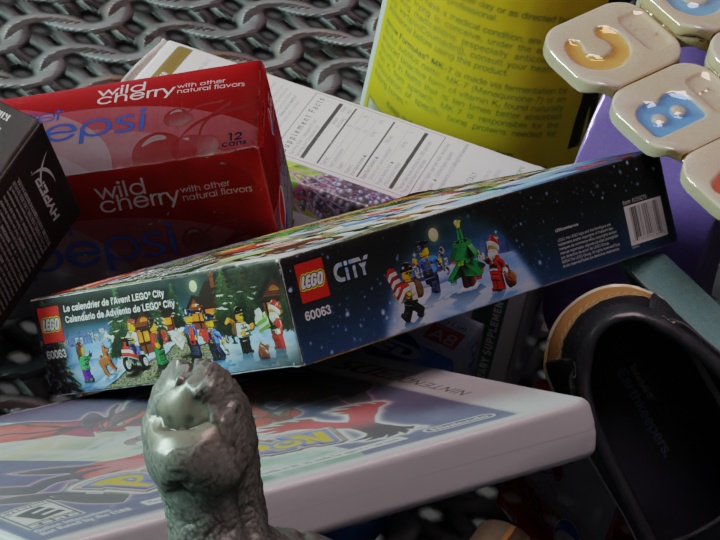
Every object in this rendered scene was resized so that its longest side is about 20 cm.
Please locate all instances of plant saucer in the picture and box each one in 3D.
[{"bbox_3d":[0.168,0.066,0.959,0.019,0.070,0.200,-40,55,-3],"label":"plant saucer"}]

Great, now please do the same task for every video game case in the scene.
[{"bbox_3d":[-0.054,0.061,0.882,0.199,0.023,0.182,-13,11,-30],"label":"video game case"}]

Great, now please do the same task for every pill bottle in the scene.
[{"bbox_3d":[0.066,-0.116,1.203,0.114,0.201,0.115,9,34,-6],"label":"pill bottle"}]

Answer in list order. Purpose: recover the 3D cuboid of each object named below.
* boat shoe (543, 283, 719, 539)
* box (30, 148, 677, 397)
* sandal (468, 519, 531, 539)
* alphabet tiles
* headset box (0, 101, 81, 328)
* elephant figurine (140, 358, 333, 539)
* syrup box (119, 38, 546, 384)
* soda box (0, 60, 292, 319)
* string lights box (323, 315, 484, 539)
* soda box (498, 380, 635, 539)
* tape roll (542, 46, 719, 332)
[{"bbox_3d":[0.133,0.092,0.933,0.200,0.074,0.062,56,-1,3],"label":"boat shoe"},{"bbox_3d":[0.000,0.000,0.969,0.136,0.038,0.200,-8,6,46],"label":"box"},{"bbox_3d":[-0.006,0.132,0.923,0.054,0.080,0.200,38,33,13],"label":"sandal"},{"bbox_3d":[0.177,-0.090,1.026,0.195,0.015,0.200,-25,55,-28],"label":"alphabet tiles"},{"bbox_3d":[-0.220,0.011,0.969,0.148,0.075,0.200,25,70,19],"label":"headset box"},{"bbox_3d":[-0.007,0.137,0.767,0.141,0.155,0.201,-4,70,-34],"label":"elephant figurine"},{"bbox_3d":[-0.015,-0.021,1.147,0.199,0.079,0.082,19,34,9],"label":"syrup box"},{"bbox_3d":[-0.129,-0.027,1.064,0.199,0.070,0.064,-8,37,5],"label":"soda box"},{"bbox_3d":[-0.040,0.071,1.019,0.102,0.059,0.200,21,34,16],"label":"string lights box"},{"bbox_3d":[0.159,0.074,1.067,0.199,0.064,0.070,-8,41,-29],"label":"soda box"},{"bbox_3d":[0.152,-0.049,1.135,0.065,0.201,0.200,25,35,19],"label":"tape roll"}]
